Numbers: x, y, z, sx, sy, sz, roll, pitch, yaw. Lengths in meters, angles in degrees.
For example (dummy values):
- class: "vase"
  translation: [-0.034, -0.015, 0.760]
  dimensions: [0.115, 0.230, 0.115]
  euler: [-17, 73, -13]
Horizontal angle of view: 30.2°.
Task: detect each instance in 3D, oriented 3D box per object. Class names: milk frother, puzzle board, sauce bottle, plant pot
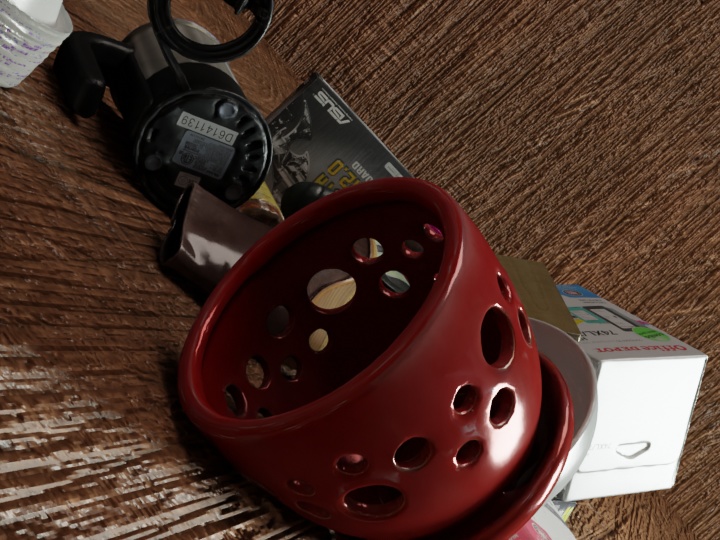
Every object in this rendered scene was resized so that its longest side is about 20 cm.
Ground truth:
- class: "milk frother"
  translation: [-0.145, -0.183, 1.153]
  dimensions: [0.180, 0.200, 0.188]
  euler: [39, 11, -32]
- class: "puzzle board"
  translation: [0.120, 0.018, 1.284]
  dimensions: [0.151, 0.017, 0.200]
  euler: [10, 18, -6]
- class: "sauce bottle"
  translation: [-0.122, -0.075, 1.251]
  dimensions: [0.066, 0.066, 0.200]
  euler: [43, 7, -32]
- class: "plant pot"
  translation: [0.018, 0.074, 0.812]
  dimensions: [0.183, 0.200, 0.200]
  euler: [53, 4, -31]

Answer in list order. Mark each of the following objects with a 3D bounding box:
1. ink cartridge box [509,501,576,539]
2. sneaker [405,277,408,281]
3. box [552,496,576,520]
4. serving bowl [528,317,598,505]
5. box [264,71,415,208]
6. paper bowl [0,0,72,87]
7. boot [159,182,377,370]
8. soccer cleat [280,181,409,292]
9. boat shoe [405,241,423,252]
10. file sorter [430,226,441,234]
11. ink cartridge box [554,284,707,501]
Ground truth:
- class: "ink cartridge box"
  translation: [0.102, 0.202, 1.028]
  dimensions: [0.147, 0.083, 0.200]
  euler: [43, 9, -34]
- class: "sneaker"
  translation: [0.079, 0.042, 1.379]
  dimensions: [0.095, 0.079, 0.200]
  euler: [45, 14, -22]
- class: "box"
  translation: [0.143, 0.206, 1.279]
  dimensions: [0.110, 0.035, 0.200]
  euler: [33, 0, 19]
- class: "serving bowl"
  translation: [0.076, 0.120, 0.958]
  dimensions: [0.200, 0.200, 0.066]
  euler: [-121, -172, -56]
- class: "box"
  translation: [-0.036, -0.085, 1.412]
  dimensions: [0.200, 0.158, 0.048]
  euler: [47, 5, -16]
- class: "paper bowl"
  translation: [-0.291, -0.239, 0.973]
  dimensions: [0.201, 0.104, 0.201]
  euler: [48, 9, -10]
- class: "boot"
  translation: [-0.070, -0.022, 1.070]
  dimensions: [0.166, 0.072, 0.200]
  euler: [41, 33, -21]
- class: "soccer cleat"
  translation: [0.000, 0.000, 1.226]
  dimensions: [0.200, 0.068, 0.081]
  euler: [50, 10, -6]
- class: "boat shoe"
  translation: [-0.021, -0.033, 1.311]
  dimensions: [0.072, 0.200, 0.065]
  euler: [-26, 111, -59]
- class: "file sorter"
  translation: [-0.017, -0.067, 1.521]
  dimensions: [0.200, 0.139, 0.125]
  euler: [47, 5, -5]
- class: "ink cartridge box"
  translation: [0.208, 0.114, 1.318]
  dimensions: [0.147, 0.146, 0.200]
  euler: [0, 20, -33]
